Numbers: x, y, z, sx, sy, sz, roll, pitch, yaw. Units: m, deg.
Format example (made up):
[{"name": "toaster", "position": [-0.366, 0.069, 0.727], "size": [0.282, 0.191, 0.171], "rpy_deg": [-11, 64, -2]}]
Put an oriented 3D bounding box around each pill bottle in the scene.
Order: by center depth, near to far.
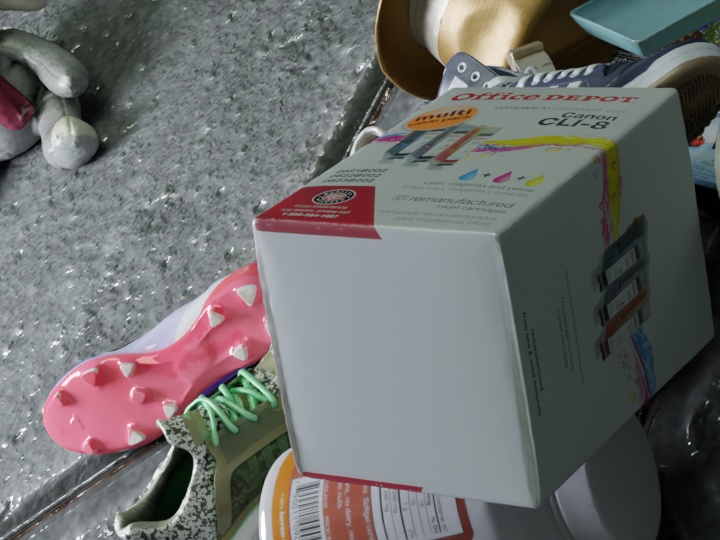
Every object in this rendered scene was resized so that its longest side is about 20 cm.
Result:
[{"name": "pill bottle", "position": [0.054, 0.128, 1.398], "size": [0.199, 0.112, 0.113], "rpy_deg": [-16, 45, 30]}]

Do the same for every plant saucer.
[{"name": "plant saucer", "position": [0.222, -0.180, 1.562], "size": [0.199, 0.019, 0.070], "rpy_deg": [-28, 32, -22]}]

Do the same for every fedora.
[{"name": "fedora", "position": [0.107, -0.164, 1.595], "size": [0.200, 0.201, 0.082], "rpy_deg": [-39, 54, 5]}]

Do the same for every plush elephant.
[{"name": "plush elephant", "position": [-0.293, -0.156, 1.956], "size": [0.164, 0.155, 0.201], "rpy_deg": [-23, 42, 24]}]

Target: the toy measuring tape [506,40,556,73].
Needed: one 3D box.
[{"name": "toy measuring tape", "position": [0.133, -0.044, 1.511], "size": [0.073, 0.074, 0.201], "rpy_deg": [-35, 53, 10]}]

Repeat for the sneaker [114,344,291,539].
[{"name": "sneaker", "position": [-0.075, 0.097, 1.542], "size": [0.077, 0.088, 0.201], "rpy_deg": [30, 91, 48]}]

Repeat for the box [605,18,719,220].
[{"name": "box", "position": [0.220, -0.097, 1.527], "size": [0.199, 0.038, 0.137], "rpy_deg": [19, 68, 50]}]

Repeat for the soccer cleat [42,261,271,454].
[{"name": "soccer cleat", "position": [-0.116, 0.055, 1.679], "size": [0.199, 0.067, 0.076], "rpy_deg": [-33, 6, 22]}]

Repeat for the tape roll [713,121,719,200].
[{"name": "tape roll", "position": [0.289, -0.055, 1.362], "size": [0.201, 0.071, 0.204], "rpy_deg": [-14, 53, 19]}]

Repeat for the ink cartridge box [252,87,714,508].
[{"name": "ink cartridge box", "position": [0.067, 0.005, 1.320], "size": [0.144, 0.146, 0.200], "rpy_deg": [3, 24, 33]}]

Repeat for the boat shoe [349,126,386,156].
[{"name": "boat shoe", "position": [0.000, 0.000, 1.605], "size": [0.070, 0.069, 0.201], "rpy_deg": [-16, 48, 28]}]

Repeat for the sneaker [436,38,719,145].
[{"name": "sneaker", "position": [0.113, -0.094, 1.440], "size": [0.200, 0.070, 0.109], "rpy_deg": [-40, 54, 36]}]
